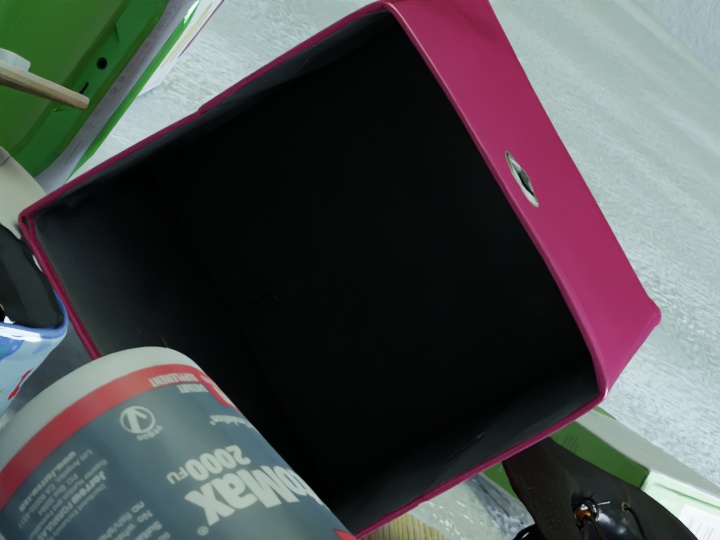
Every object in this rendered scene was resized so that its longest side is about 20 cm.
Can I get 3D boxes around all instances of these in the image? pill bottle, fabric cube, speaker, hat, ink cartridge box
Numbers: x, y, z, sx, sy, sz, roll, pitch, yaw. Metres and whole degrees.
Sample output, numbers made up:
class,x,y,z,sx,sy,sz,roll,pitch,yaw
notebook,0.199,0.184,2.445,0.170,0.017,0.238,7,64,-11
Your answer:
class,x,y,z,sx,sy,sz,roll,pitch,yaw
pill bottle,-0.048,0.134,1.061,0.200,0.120,0.120,46,16,26
fabric cube,0.000,0.000,1.320,0.196,0.200,0.199,61,15,-1
speaker,-0.143,-0.116,1.423,0.088,0.200,0.088,35,15,-11
hat,0.117,0.172,1.400,0.201,0.081,0.201,42,16,-14
ink cartridge box,0.116,0.105,1.622,0.104,0.059,0.200,24,7,-43

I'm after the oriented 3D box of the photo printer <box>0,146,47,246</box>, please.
class,x,y,z,sx,sy,sz,roll,pitch,yaw
photo printer,-0.221,-0.037,1.260,0.166,0.069,0.200,35,14,-5

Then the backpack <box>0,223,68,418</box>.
class,x,y,z,sx,sy,sz,roll,pitch,yaw
backpack,-0.212,0.000,1.017,0.200,0.147,0.183,42,14,27

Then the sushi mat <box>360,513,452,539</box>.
class,x,y,z,sx,sy,sz,roll,pitch,yaw
sushi mat,0.033,0.162,1.377,0.096,0.012,0.200,35,15,-15

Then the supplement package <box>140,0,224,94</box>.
class,x,y,z,sx,sy,sz,roll,pitch,yaw
supplement package,-0.171,-0.188,1.756,0.156,0.111,0.200,38,15,1

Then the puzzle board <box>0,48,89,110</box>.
class,x,y,z,sx,sy,sz,roll,pitch,yaw
puzzle board,-0.236,-0.118,1.294,0.200,0.017,0.151,19,0,34
